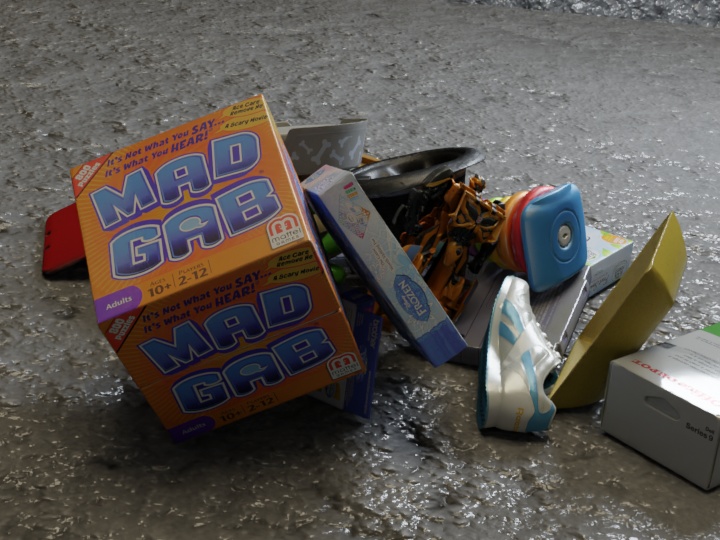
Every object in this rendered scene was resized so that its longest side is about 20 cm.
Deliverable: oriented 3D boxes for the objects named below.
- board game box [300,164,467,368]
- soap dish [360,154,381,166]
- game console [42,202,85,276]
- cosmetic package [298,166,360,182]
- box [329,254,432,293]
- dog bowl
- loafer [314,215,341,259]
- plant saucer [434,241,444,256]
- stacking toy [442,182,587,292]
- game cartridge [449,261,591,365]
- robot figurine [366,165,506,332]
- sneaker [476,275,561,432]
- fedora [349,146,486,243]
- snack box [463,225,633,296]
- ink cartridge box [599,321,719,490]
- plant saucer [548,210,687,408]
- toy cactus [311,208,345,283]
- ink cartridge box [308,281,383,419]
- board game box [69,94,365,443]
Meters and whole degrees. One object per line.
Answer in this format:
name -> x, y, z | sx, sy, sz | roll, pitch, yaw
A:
board game box -> 0.017, -0.010, 1.376 | 0.043, 0.200, 0.200 | -34, 9, -3
soap dish -> -0.036, -0.116, 1.926 | 0.198, 0.082, 0.157 | 20, 26, 27
game console -> -0.296, -0.034, 1.743 | 0.172, 0.119, 0.200 | 32, 14, -22
cosmetic package -> -0.101, -0.095, 1.789 | 0.198, 0.072, 0.105 | -1, 6, 20
box -> 0.000, 0.000, 1.695 | 0.156, 0.050, 0.200 | -4, 24, -23
dog bowl -> -0.087, -0.154, 1.727 | 0.198, 0.059, 0.200 | -4, 8, 1
loafer -> -0.080, -0.041, 1.634 | 0.199, 0.068, 0.076 | -31, 32, -19
plant saucer -> 0.164, -0.058, 1.795 | 0.198, 0.028, 0.200 | -17, 6, 2
stacking toy -> 0.164, -0.047, 1.646 | 0.199, 0.111, 0.116 | 6, 23, 44
game cartridge -> 0.187, 0.049, 1.591 | 0.128, 0.039, 0.200 | 12, 36, 18
robot figurine -> 0.088, -0.014, 1.528 | 0.144, 0.201, 0.058 | 27, 6, -38
sneaker -> 0.168, 0.090, 1.456 | 0.080, 0.077, 0.201 | 9, 46, 0
fedora -> 0.061, -0.081, 1.617 | 0.198, 0.093, 0.201 | -10, 12, 2
snack box -> 0.244, -0.011, 1.781 | 0.141, 0.054, 0.199 | 22, 28, 31
ink cartridge box -> 0.364, 0.133, 1.421 | 0.199, 0.085, 0.145 | -13, 29, -39
plant saucer -> 0.288, 0.052, 1.494 | 0.048, 0.201, 0.200 | 35, 27, 5
toy cactus -> -0.086, -0.018, 1.531 | 0.164, 0.202, 0.102 | 24, -22, -19
ink cartridge box -> -0.055, 0.064, 1.433 | 0.199, 0.121, 0.042 | 22, 25, 32
board game box -> -0.134, 0.000, 1.303 | 0.198, 0.201, 0.201 | -21, 49, 1
